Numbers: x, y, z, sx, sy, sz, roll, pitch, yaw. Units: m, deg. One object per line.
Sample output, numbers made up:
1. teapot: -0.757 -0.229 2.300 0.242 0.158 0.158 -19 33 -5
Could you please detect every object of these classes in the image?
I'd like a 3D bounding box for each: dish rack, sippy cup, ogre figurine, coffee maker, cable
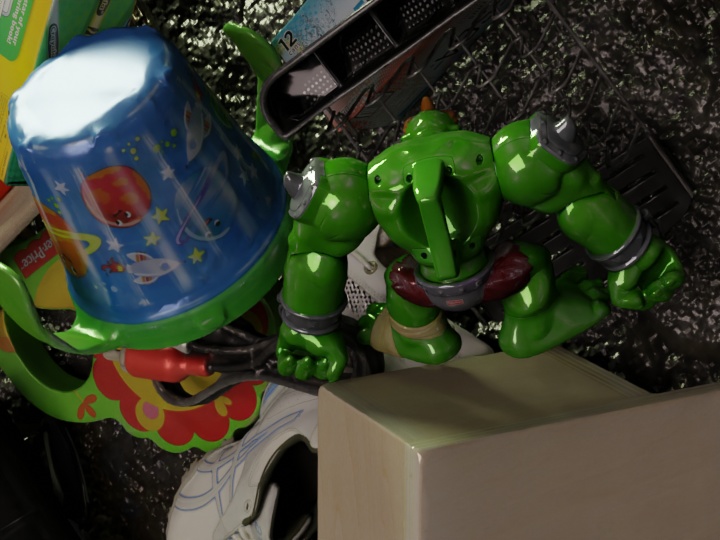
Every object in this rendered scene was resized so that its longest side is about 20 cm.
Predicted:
1. dish rack: 0.065 -0.062 1.059 0.153 0.055 0.200 -32 105 26
2. sippy cup: -0.115 -0.051 1.089 0.139 0.179 0.131 -11 133 19
3. ogre figurine: 0.048 -0.014 1.006 0.198 0.098 0.121 2 130 24
4. coffee maker: -0.230 0.179 1.246 0.134 0.192 0.201 -36 79 15
5. cable: -0.072 0.049 1.137 0.199 0.050 0.098 20 122 41

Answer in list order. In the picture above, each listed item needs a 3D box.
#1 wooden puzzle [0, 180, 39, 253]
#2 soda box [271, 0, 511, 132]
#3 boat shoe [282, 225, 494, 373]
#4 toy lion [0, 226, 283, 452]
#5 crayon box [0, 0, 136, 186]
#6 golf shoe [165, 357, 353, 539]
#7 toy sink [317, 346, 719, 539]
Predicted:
1. wooden puzzle: -0.245 -0.067 1.255 0.200 0.037 0.186 -37 45 29
2. soda box: 0.045 -0.162 1.091 0.200 0.063 0.069 -45 74 29
3. boat shoe: 0.000 0.000 1.150 0.069 0.071 0.200 -44 64 2
4. toy lion: -0.136 0.028 1.244 0.199 0.069 0.193 -33 87 32
5. crayon box: -0.179 -0.161 1.129 0.119 0.058 0.201 36 116 36
6. golf shoe: -0.058 0.134 1.174 0.078 0.097 0.201 27 118 -10
7. toy sink: 0.086 0.117 1.063 0.112 0.199 0.131 28 123 57
